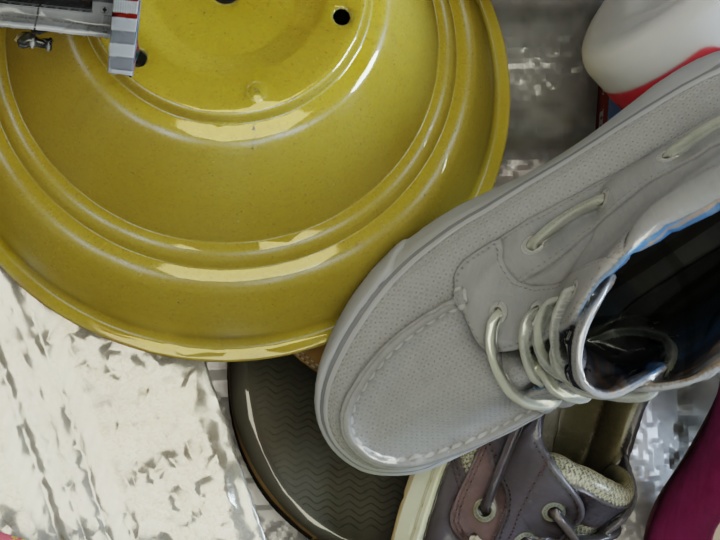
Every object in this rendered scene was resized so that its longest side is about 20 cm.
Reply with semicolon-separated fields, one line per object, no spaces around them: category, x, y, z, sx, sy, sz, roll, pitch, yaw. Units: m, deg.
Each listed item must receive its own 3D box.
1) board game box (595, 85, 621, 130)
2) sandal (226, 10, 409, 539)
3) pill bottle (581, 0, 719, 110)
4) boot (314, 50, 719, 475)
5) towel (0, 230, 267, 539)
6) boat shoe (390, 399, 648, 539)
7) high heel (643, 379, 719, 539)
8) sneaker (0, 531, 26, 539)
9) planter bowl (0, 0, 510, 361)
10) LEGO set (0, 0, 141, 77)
board game box;0.184;-0.040;0.885;0.200;0.019;0.103;5;87;-9
sandal;0.000;0.000;0.834;0.082;0.055;0.200;6;86;-10
pill bottle;0.182;-0.042;0.812;0.200;0.120;0.120;45;82;-12
boot;0.060;0.012;0.733;0.200;0.096;0.074;-40;106;20
towel;-0.111;0.064;0.825;0.132;0.034;0.200;-19;92;-8
boat shoe;0.063;0.070;0.824;0.072;0.065;0.200;18;86;-49
high heel;0.146;0.081;0.802;0.067;0.096;0.200;-30;127;-25
sneaker;-0.086;0.121;0.773;0.200;0.078;0.090;-20;91;-8
planter bowl;-0.045;-0.078;0.788;0.200;0.083;0.201;1;71;-4
LEGO set;-0.133;-0.128;0.722;0.200;0.154;0.116;1;124;-11
